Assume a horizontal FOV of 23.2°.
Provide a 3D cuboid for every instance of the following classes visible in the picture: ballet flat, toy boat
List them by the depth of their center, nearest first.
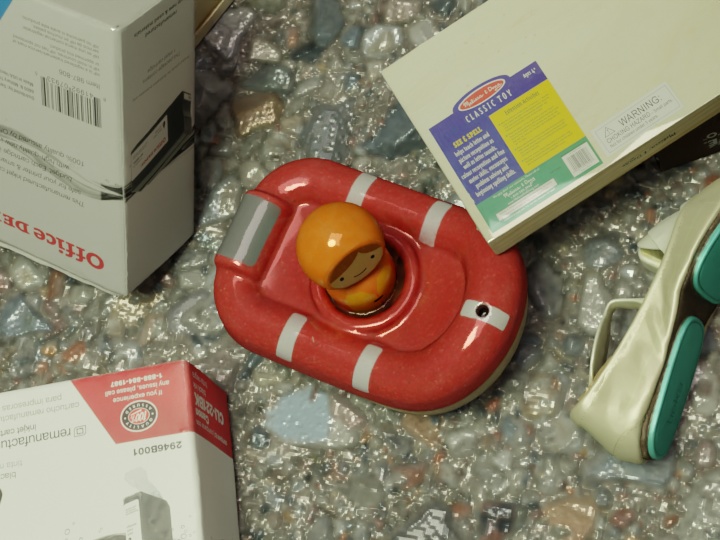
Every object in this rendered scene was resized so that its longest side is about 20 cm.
[{"bbox_3d":[0.180,0.014,1.028,0.069,0.069,0.200,23,79,20],"label":"ballet flat"},{"bbox_3d":[0.000,0.000,1.040,0.199,0.131,0.131,20,78,20],"label":"toy boat"}]

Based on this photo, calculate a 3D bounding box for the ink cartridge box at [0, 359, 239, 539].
[{"bbox_3d":[-0.150,0.169,1.047,0.144,0.084,0.201,-11,70,10],"label":"ink cartridge box"}]

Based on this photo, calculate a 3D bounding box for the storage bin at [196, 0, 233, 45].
[{"bbox_3d":[-0.166,-0.256,1.191,0.198,0.094,0.200,37,84,23],"label":"storage bin"}]

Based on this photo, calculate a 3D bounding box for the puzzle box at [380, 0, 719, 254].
[{"bbox_3d":[0.126,-0.116,1.019,0.200,0.025,0.133,-32,67,5],"label":"puzzle box"}]

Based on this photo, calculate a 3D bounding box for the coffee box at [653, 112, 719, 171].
[{"bbox_3d":[0.198,-0.177,1.075,0.114,0.080,0.201,-19,68,8],"label":"coffee box"}]

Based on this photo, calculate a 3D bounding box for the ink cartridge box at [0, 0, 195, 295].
[{"bbox_3d":[-0.181,-0.103,1.083,0.144,0.200,0.084,23,43,21],"label":"ink cartridge box"}]
